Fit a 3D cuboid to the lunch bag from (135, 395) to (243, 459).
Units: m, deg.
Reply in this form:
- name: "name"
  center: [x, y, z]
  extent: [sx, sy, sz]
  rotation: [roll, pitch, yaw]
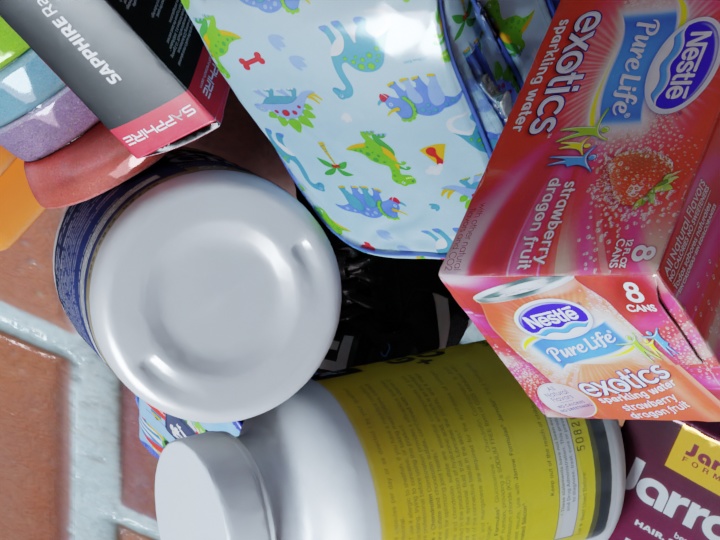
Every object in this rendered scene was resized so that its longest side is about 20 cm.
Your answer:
- name: "lunch bag"
  center: [-0.047, 0.090, 1.452]
  extent: [0.200, 0.094, 0.151]
  rotation: [32, 155, 16]

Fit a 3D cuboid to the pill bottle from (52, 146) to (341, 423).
- name: "pill bottle"
  center: [-0.083, 0.000, 1.247]
  extent: [0.111, 0.111, 0.200]
  rotation: [37, 178, -16]

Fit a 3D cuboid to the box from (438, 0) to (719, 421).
- name: "box"
  center: [0.123, -0.047, 1.039]
  extent: [0.100, 0.200, 0.095]
  rotation: [0, 142, 38]

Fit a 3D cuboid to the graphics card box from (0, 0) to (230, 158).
- name: "graphics card box"
  center: [-0.126, -0.157, 1.135]
  extent: [0.051, 0.126, 0.200]
  rotation: [-23, 126, 30]

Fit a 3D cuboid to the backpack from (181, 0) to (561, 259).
- name: "backpack"
  center: [0.017, -0.099, 1.125]
  extent: [0.163, 0.154, 0.200]
  rotation: [0, 154, 28]

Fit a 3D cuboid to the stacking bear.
- name: "stacking bear"
  center: [-0.164, -0.137, 1.224]
  extent: [0.114, 0.121, 0.200]
  rotation: [-27, 110, 33]

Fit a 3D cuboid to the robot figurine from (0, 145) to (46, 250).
- name: "robot figurine"
  center: [-0.231, -0.098, 1.320]
  extent: [0.117, 0.144, 0.200]
  rotation: [-31, 117, 32]

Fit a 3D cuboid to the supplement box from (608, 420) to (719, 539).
- name: "supplement box"
  center: [0.169, 0.126, 1.304]
  extent: [0.110, 0.086, 0.200]
  rotation: [29, 135, 12]

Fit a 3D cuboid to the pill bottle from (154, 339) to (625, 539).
- name: "pill bottle"
  center: [0.013, 0.097, 1.233]
  extent: [0.200, 0.112, 0.112]
  rotation: [-10, 162, -27]

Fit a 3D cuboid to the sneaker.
- name: "sneaker"
  center: [0.000, 0.000, 1.290]
  extent: [0.073, 0.112, 0.200]
  rotation: [7, 143, 29]
